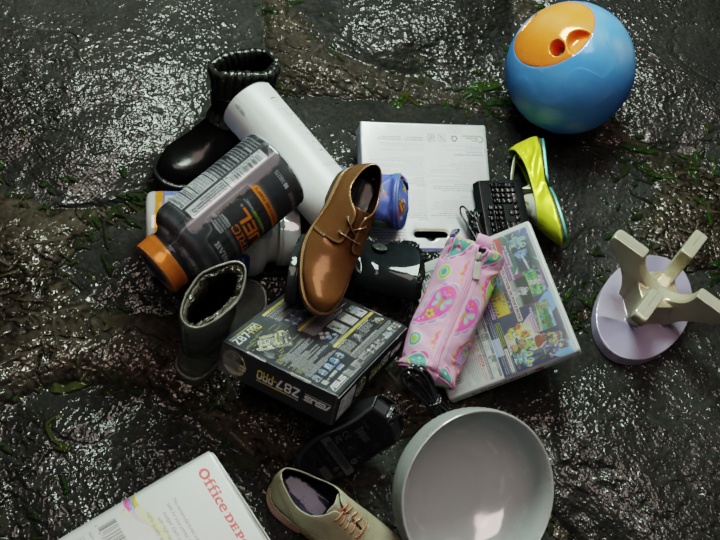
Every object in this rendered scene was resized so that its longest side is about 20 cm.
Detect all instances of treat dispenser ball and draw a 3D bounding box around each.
[{"bbox_3d":[0.326,-0.316,1.410,0.199,0.201,0.203,5,58,-8],"label":"treat dispenser ball"}]

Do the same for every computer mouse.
[{"bbox_3d":[0.024,0.206,1.105,0.199,0.141,0.046,-38,26,4],"label":"computer mouse"}]

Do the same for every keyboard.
[{"bbox_3d":[0.203,-0.037,1.281,0.103,0.040,0.202,-5,74,-13],"label":"keyboard"}]

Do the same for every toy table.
[{"bbox_3d":[0.413,0.030,1.266,0.183,0.117,0.201,28,58,7],"label":"toy table"}]

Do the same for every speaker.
[{"bbox_3d":[-0.090,-0.151,1.189,0.081,0.081,0.200,-34,76,-27],"label":"speaker"}]

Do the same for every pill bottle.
[{"bbox_3d":[-0.172,-0.064,1.086,0.200,0.106,0.106,-42,74,-17],"label":"pill bottle"},{"bbox_3d":[-0.182,-0.048,1.194,0.198,0.112,0.113,0,58,-12],"label":"pill bottle"}]

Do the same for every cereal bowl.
[{"bbox_3d":[0.122,0.257,1.062,0.198,0.083,0.202,0,90,-22],"label":"cereal bowl"}]

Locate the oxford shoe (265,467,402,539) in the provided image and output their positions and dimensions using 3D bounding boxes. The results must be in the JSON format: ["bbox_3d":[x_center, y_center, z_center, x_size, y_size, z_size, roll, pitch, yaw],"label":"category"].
[{"bbox_3d":[-0.021,0.295,1.037,0.199,0.074,0.071,28,57,6],"label":"oxford shoe"}]

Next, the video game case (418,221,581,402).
[{"bbox_3d":[0.175,0.053,1.208,0.181,0.023,0.202,-22,60,11],"label":"video game case"}]

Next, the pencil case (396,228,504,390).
[{"bbox_3d":[0.118,0.051,1.168,0.087,0.087,0.201,24,77,4],"label":"pencil case"}]

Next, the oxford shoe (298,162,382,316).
[{"bbox_3d":[-0.022,-0.043,1.083,0.071,0.071,0.202,24,71,-23],"label":"oxford shoe"}]

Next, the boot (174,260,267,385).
[{"bbox_3d":[-0.163,0.040,1.089,0.072,0.201,0.183,26,57,7],"label":"boot"}]

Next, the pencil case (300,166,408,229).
[{"bbox_3d":[-0.029,-0.108,1.253,0.198,0.078,0.088,8,69,14],"label":"pencil case"}]

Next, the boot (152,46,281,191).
[{"bbox_3d":[-0.204,-0.213,1.263,0.079,0.158,0.211,42,59,17],"label":"boot"}]

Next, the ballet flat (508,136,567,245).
[{"bbox_3d":[0.262,-0.117,1.365,0.066,0.067,0.202,-10,56,7],"label":"ballet flat"}]

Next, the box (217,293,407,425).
[{"bbox_3d":[-0.054,0.093,1.107,0.160,0.049,0.200,25,30,16],"label":"box"}]

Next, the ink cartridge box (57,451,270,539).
[{"bbox_3d":[-0.211,0.314,0.980,0.199,0.085,0.145,-28,68,-24],"label":"ink cartridge box"}]

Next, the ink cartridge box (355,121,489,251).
[{"bbox_3d":[0.094,-0.118,1.326,0.197,0.041,0.202,1,74,-11],"label":"ink cartridge box"}]

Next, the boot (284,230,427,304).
[{"bbox_3d":[0.000,0.000,1.170,0.166,0.077,0.200,13,20,7],"label":"boot"}]
